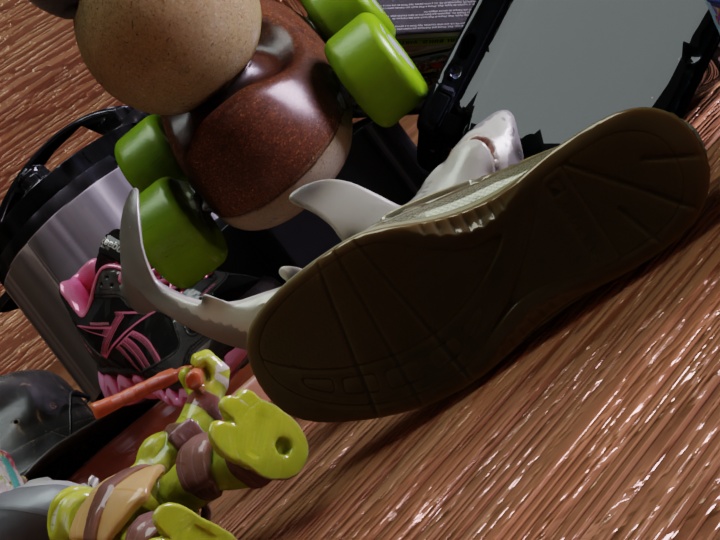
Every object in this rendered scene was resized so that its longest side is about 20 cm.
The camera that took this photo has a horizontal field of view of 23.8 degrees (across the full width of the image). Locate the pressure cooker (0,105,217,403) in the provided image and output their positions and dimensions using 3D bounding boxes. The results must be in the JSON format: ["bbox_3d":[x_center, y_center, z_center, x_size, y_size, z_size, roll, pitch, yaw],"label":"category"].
[{"bbox_3d":[-0.173,-0.015,1.257,0.175,0.201,0.179,-37,-8,-25],"label":"pressure cooker"}]

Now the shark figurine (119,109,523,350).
[{"bbox_3d":[-0.015,0.016,0.801,0.212,0.129,0.090,-15,-32,7],"label":"shark figurine"}]

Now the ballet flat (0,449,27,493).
[{"bbox_3d":[-0.251,0.148,0.903,0.198,0.065,0.076,-23,-28,17],"label":"ballet flat"}]

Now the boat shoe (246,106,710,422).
[{"bbox_3d":[0.047,-0.003,0.683,0.200,0.074,0.063,-32,0,15],"label":"boat shoe"}]

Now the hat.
[{"bbox_3d":[-0.219,0.113,1.061,0.200,0.081,0.201,-36,-8,-6],"label":"hat"}]

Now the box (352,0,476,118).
[{"bbox_3d":[0.072,-0.133,1.024,0.197,0.035,0.110,-4,-20,-5],"label":"box"}]

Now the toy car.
[{"bbox_3d":[-0.093,-0.126,0.864,0.164,0.200,0.158,-38,29,9],"label":"toy car"}]

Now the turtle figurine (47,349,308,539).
[{"bbox_3d":[-0.094,0.106,0.686,0.200,0.065,0.161,-46,16,-32],"label":"turtle figurine"}]

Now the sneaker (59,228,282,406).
[{"bbox_3d":[-0.110,0.020,0.948,0.079,0.096,0.199,-37,14,-33],"label":"sneaker"}]

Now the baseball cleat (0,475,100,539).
[{"bbox_3d":[-0.188,0.172,0.796,0.200,0.070,0.107,-38,18,35],"label":"baseball cleat"}]

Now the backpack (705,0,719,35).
[{"bbox_3d":[0.197,-0.153,0.653,0.182,0.135,0.200,-34,10,32],"label":"backpack"}]

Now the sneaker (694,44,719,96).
[{"bbox_3d":[0.126,-0.089,0.925,0.200,0.078,0.086,-28,29,56],"label":"sneaker"}]

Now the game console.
[{"bbox_3d":[0.121,-0.130,0.870,0.202,0.115,0.176,-62,-4,-6],"label":"game console"}]

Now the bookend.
[{"bbox_3d":[-0.053,0.003,1.080,0.198,0.092,0.200,-40,8,-12],"label":"bookend"}]

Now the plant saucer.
[{"bbox_3d":[-0.098,0.094,0.946,0.200,0.032,0.200,-37,7,5],"label":"plant saucer"}]
